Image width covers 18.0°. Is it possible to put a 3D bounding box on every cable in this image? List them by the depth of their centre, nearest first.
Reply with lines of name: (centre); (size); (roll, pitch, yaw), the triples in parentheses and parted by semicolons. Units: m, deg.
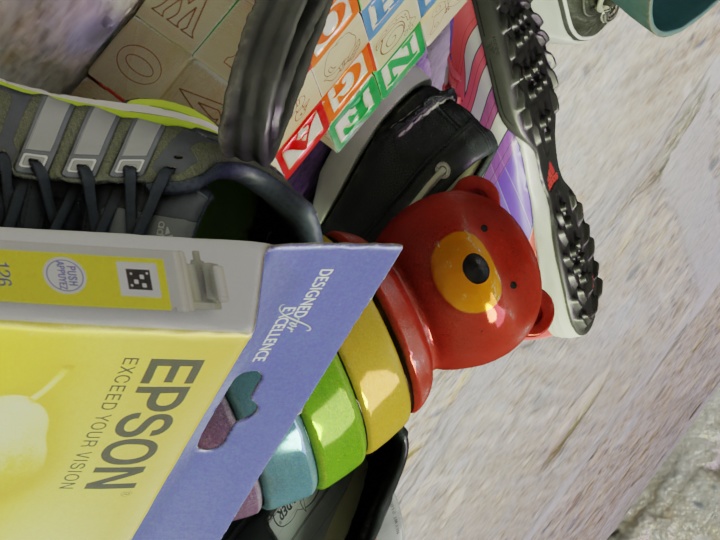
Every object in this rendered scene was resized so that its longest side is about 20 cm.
cable: (-0.019, -0.127, 0.760); (0.097, 0.050, 0.201); (108, 2, -78)

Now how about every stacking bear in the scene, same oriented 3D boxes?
stacking bear: (-0.016, 0.031, 0.944); (0.199, 0.122, 0.114); (-26, 172, -12)

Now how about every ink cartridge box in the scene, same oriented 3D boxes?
ink cartridge box: (-0.108, 0.057, 0.718); (0.199, 0.047, 0.198); (5, 143, -22)

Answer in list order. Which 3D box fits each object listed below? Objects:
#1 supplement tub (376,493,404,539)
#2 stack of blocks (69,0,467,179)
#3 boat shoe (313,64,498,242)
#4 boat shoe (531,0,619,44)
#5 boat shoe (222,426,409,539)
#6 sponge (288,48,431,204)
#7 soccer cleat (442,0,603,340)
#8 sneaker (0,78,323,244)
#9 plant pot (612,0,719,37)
supplement tub: (-0.068, 0.155, 1.161); (0.123, 0.122, 0.200); (-60, 164, 22)
stack of blocks: (-0.027, -0.092, 0.873); (0.200, 0.058, 0.115); (-51, 164, -10)
boat shoe: (0.000, 0.000, 1.039); (0.076, 0.060, 0.201); (-35, 158, -45)
boat shoe: (0.118, -0.157, 1.123); (0.200, 0.063, 0.071); (44, 56, -74)
boat shoe: (-0.034, 0.140, 1.044); (0.066, 0.075, 0.200); (-9, -147, 42)
sponge: (-0.011, -0.056, 1.058); (0.112, 0.030, 0.200); (-50, 165, -11)
soccer cleat: (0.062, -0.057, 1.113); (0.068, 0.073, 0.201); (-51, 130, -59)
sneaker: (-0.092, -0.023, 0.710); (0.199, 0.081, 0.074); (-4, 107, -46)
plant pot: (0.121, -0.214, 0.910); (0.200, 0.135, 0.200); (-48, 163, -19)
